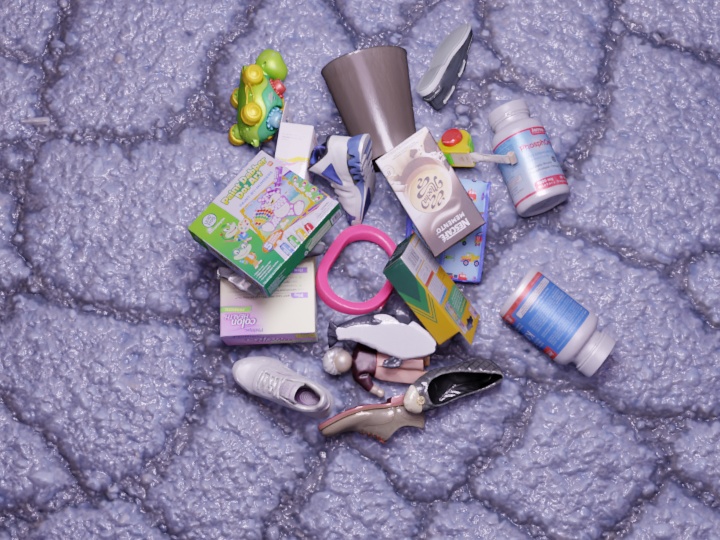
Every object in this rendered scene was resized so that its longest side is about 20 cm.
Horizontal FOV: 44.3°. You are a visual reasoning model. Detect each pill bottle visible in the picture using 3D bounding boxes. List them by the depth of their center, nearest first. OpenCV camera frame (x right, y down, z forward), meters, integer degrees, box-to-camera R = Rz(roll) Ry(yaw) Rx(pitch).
[{"bbox_3d":[0.357,0.098,1.599,0.199,0.112,0.113,39,80,11],"label":"pill bottle"},{"bbox_3d":[0.313,-0.214,1.678,0.107,0.109,0.204,-19,77,-4],"label":"pill bottle"}]

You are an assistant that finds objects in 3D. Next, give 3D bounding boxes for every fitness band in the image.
[{"bbox_3d":[0.000,0.000,1.629,0.141,0.038,0.201,26,52,7],"label":"fitness band"}]

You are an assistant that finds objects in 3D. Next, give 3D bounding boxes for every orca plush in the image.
[{"bbox_3d":[0.039,0.120,1.595,0.195,0.071,0.108,-8,97,4],"label":"orca plush"}]

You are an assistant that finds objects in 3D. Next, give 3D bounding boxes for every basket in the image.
[{"bbox_3d":[0.032,-0.305,1.695,0.176,0.136,0.204,-12,79,-17],"label":"basket"}]

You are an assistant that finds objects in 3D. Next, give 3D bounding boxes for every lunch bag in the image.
[{"bbox_3d":[0.159,-0.068,1.663,0.147,0.094,0.205,6,86,0],"label":"lunch bag"}]

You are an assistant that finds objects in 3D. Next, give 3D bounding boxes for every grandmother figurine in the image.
[{"bbox_3d":[0.028,0.167,1.616,0.195,0.061,0.124,2,67,-1],"label":"grandmother figurine"}]

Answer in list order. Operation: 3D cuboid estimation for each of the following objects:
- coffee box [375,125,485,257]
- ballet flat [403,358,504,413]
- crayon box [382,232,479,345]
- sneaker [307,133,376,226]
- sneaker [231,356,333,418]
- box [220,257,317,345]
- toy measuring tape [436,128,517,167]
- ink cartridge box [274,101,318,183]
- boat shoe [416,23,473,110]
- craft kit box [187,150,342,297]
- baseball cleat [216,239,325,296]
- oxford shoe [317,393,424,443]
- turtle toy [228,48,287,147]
[{"bbox_3d":[0.125,-0.138,1.582,0.112,0.080,0.202,-33,89,4],"label":"coffee box"},{"bbox_3d":[0.165,0.203,1.578,0.196,0.057,0.068,-19,103,-20],"label":"ballet flat"},{"bbox_3d":[0.129,0.043,1.588,0.051,0.126,0.201,-35,99,25],"label":"crayon box"},{"bbox_3d":[-0.036,-0.183,1.640,0.113,0.202,0.081,15,53,15],"label":"sneaker"},{"bbox_3d":[-0.140,0.201,1.587,0.196,0.100,0.076,19,79,7],"label":"sneaker"},{"bbox_3d":[-0.167,0.028,1.632,0.171,0.097,0.205,-3,75,0],"label":"box"},{"bbox_3d":[0.214,-0.234,1.682,0.197,0.073,0.075,6,73,36],"label":"toy measuring tape"},{"bbox_3d":[-0.123,-0.202,1.673,0.066,0.117,0.205,8,80,4],"label":"ink cartridge box"},{"bbox_3d":[0.176,-0.404,1.753,0.060,0.075,0.202,44,67,-28],"label":"boat shoe"},{"bbox_3d":[-0.165,-0.085,1.534,0.196,0.049,0.201,32,72,28],"label":"craft kit box"},{"bbox_3d":[-0.157,-0.009,1.564,0.195,0.070,0.109,-2,81,11],"label":"baseball cleat"},{"bbox_3d":[0.022,0.275,1.583,0.195,0.070,0.076,-15,81,-2],"label":"oxford shoe"},{"bbox_3d":[-0.191,-0.334,1.710,0.099,0.145,0.205,7,76,-20],"label":"turtle toy"}]
